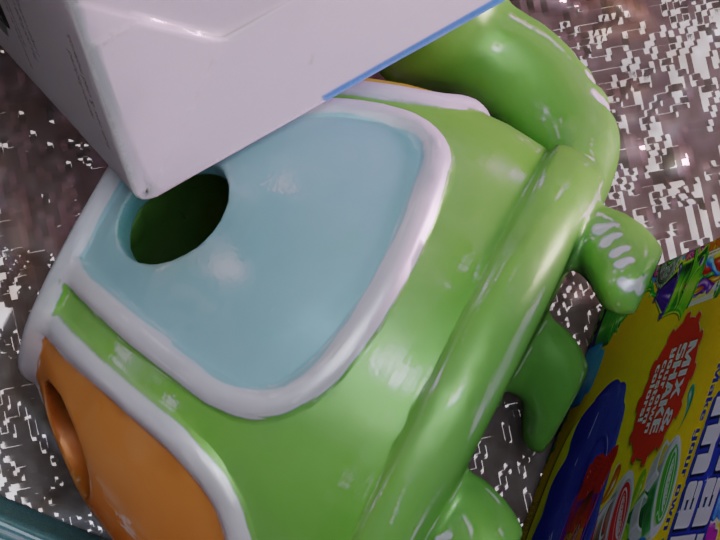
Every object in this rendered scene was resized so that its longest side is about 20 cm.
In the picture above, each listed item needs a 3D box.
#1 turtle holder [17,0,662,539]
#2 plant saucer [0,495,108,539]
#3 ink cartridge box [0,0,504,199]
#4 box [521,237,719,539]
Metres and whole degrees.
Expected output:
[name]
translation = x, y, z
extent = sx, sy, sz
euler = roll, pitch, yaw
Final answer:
[turtle holder]
translation = -0.002, 0.003, 0.737
extent = 0.132, 0.141, 0.186
euler = 27, 92, 3
[plant saucer]
translation = -0.160, 0.068, 0.761
extent = 0.200, 0.019, 0.070
euler = 24, 79, -9
[ink cartridge box]
translation = -0.060, -0.116, 0.748
extent = 0.116, 0.200, 0.068
euler = -29, 134, -14
[box]
translation = 0.108, 0.105, 0.721
extent = 0.122, 0.193, 0.200
euler = 22, 78, -8
